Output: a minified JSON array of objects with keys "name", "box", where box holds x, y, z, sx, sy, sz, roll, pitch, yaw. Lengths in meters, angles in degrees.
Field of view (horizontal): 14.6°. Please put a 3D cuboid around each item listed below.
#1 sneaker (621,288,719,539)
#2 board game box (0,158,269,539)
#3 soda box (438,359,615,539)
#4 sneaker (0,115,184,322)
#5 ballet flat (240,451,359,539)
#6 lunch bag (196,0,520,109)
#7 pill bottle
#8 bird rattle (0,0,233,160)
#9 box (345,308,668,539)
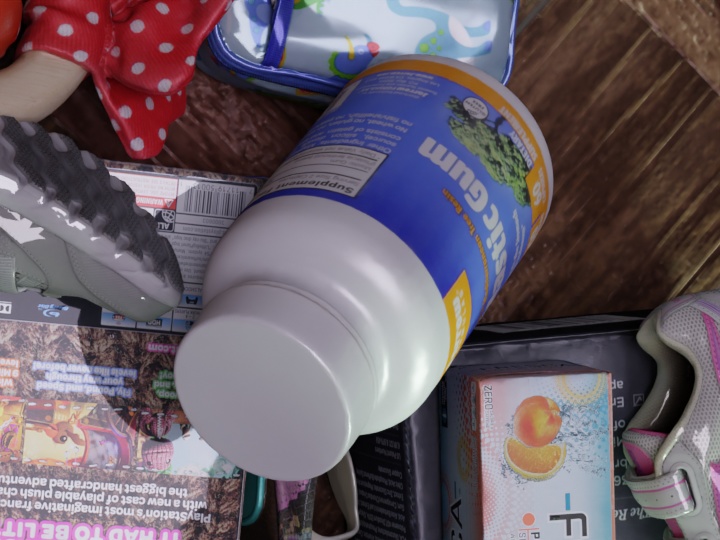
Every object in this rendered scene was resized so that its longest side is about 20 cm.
[{"name":"sneaker","box":[0.158,0.099,1.268,0.088,0.081,0.202,1,83,-16]},{"name":"board game box","box":[-0.136,0.049,1.276,0.158,0.097,0.202,6,90,-18]},{"name":"soda box","box":[0.074,0.142,1.243,0.063,0.068,0.202,-2,93,-14]},{"name":"sneaker","box":[-0.169,-0.022,1.188,0.199,0.075,0.082,26,113,-20]},{"name":"ballet flat","box":[-0.034,0.129,1.319,0.071,0.069,0.202,11,74,-26]},{"name":"lunch bag","box":[0.001,-0.174,1.326,0.160,0.082,0.202,13,87,-16]},{"name":"pill bottle","box":[0.000,0.000,1.215,0.112,0.112,0.200,51,40,-13]},{"name":"bird rattle","box":[-0.162,-0.123,1.243,0.163,0.112,0.201,-38,102,-29]},{"name":"box","box":[0.099,0.123,1.347,0.195,0.117,0.202,-4,92,-17]}]
